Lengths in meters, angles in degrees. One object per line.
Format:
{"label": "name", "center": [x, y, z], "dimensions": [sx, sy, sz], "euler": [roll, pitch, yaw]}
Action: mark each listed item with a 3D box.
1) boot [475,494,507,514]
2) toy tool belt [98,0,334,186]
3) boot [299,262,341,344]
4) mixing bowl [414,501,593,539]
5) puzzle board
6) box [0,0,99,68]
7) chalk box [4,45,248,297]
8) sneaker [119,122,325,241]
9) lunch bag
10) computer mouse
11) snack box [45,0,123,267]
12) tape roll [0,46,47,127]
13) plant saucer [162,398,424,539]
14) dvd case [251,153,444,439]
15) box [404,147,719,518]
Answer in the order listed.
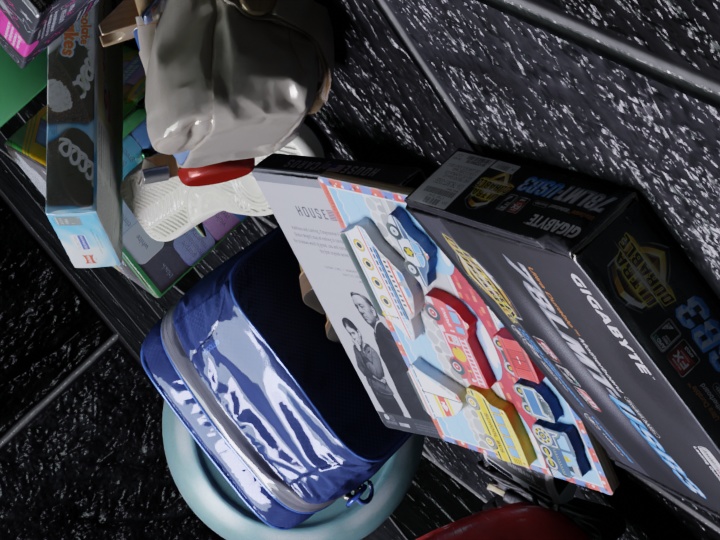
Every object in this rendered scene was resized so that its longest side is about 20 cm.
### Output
{"label": "boot", "center": [0.166, 0.257, 1.906], "dimensions": [0.132, 0.070, 0.200], "euler": [48, 176, -36]}
{"label": "toy tool belt", "center": [-0.080, -0.124, 1.372], "dimensions": [0.200, 0.124, 0.124], "euler": [137, 122, -78]}
{"label": "boot", "center": [0.000, 0.000, 1.661], "dimensions": [0.200, 0.073, 0.076], "euler": [56, -161, -70]}
{"label": "mixing bowl", "center": [0.086, 0.216, 1.598], "dimensions": [0.200, 0.199, 0.109], "euler": [86, 164, -75]}
{"label": "puzzle board", "center": [0.059, 0.037, 1.420], "dimensions": [0.150, 0.017, 0.201], "euler": [13, 136, 49]}
{"label": "box", "center": [-0.189, -0.214, 1.424], "dimensions": [0.132, 0.115, 0.200], "euler": [49, 169, -4]}
{"label": "chalk box", "center": [-0.155, -0.073, 1.819], "dimensions": [0.125, 0.124, 0.200], "euler": [53, 168, -25]}
{"label": "sneaker", "center": [-0.078, -0.079, 1.639], "dimensions": [0.199, 0.084, 0.075], "euler": [-12, 115, 51]}
{"label": "lunch bag", "center": [-0.050, 0.084, 1.775], "dimensions": [0.132, 0.136, 0.200], "euler": [-37, 90, 39]}
{"label": "computer mouse", "center": [0.116, 0.117, 1.613], "dimensions": [0.109, 0.044, 0.200], "euler": [32, 165, 22]}
{"label": "snack box", "center": [-0.185, -0.115, 1.675], "dimensions": [0.116, 0.037, 0.202], "euler": [80, -172, -72]}
{"label": "tape roll", "center": [-0.277, -0.134, 1.872], "dimensions": [0.048, 0.200, 0.200], "euler": [48, 171, -9]}
{"label": "plant saucer", "center": [-0.049, 0.115, 1.862], "dimensions": [0.200, 0.200, 0.027], "euler": [47, 175, -1]}
{"label": "dvd case", "center": [0.025, 0.021, 1.494], "dimensions": [0.150, 0.025, 0.201], "euler": [9, 133, 52]}
{"label": "box", "center": [0.129, 0.035, 1.221], "dimensions": [0.200, 0.050, 0.198], "euler": [51, 171, -21]}
